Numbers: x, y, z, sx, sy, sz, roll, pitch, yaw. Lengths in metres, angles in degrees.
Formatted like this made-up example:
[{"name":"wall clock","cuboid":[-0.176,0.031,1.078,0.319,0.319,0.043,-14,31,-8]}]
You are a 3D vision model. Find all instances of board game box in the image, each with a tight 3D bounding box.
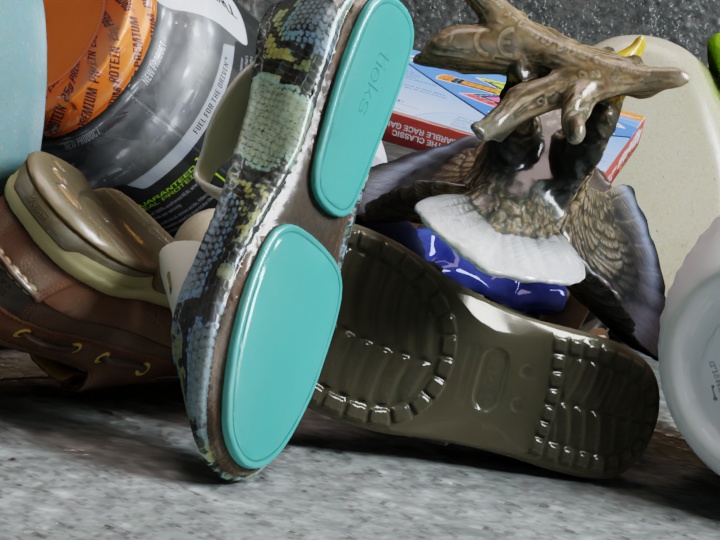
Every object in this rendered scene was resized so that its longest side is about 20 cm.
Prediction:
[{"name":"board game box","cuboid":[0.041,-0.085,1.435,0.199,0.020,0.103,17,25,12]}]

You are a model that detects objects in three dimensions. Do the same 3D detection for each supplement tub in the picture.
[{"name":"supplement tub","cuboid":[-0.085,-0.067,1.261,0.122,0.123,0.200,16,-14,39]}]

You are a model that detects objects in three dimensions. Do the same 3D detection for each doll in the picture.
[{"name":"doll","cuboid":[0.012,0.011,1.217,0.199,0.049,0.137,15,44,-20]}]

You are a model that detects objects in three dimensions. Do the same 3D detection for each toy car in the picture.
[{"name":"toy car","cuboid":[0.159,-0.032,1.563,0.163,0.159,0.200,-14,-14,-1]}]

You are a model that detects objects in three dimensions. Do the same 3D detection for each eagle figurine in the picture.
[{"name":"eagle figurine","cuboid":[0.072,-0.037,1.139,0.150,0.152,0.200,-15,-25,-16]}]

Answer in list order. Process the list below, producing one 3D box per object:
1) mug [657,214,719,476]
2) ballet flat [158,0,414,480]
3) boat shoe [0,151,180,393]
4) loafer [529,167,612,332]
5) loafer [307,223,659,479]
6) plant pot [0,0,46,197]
[{"name":"mug","cuboid":[0.197,0.000,1.123,0.147,0.202,0.175,0,9,32]},{"name":"ballet flat","cuboid":[-0.037,-0.016,1.026,0.074,0.201,0.074,17,-24,8]},{"name":"boat shoe","cuboid":[-0.104,0.011,1.088,0.072,0.068,0.200,50,6,21]},{"name":"loafer","cuboid":[0.101,0.000,1.337,0.071,0.073,0.200,32,-11,23]},{"name":"loafer","cuboid":[0.021,0.034,1.103,0.199,0.076,0.067,24,-7,-18]},{"name":"plant pot","cuboid":[-0.193,-0.072,1.056,0.134,0.202,0.200,2,10,-17]}]
